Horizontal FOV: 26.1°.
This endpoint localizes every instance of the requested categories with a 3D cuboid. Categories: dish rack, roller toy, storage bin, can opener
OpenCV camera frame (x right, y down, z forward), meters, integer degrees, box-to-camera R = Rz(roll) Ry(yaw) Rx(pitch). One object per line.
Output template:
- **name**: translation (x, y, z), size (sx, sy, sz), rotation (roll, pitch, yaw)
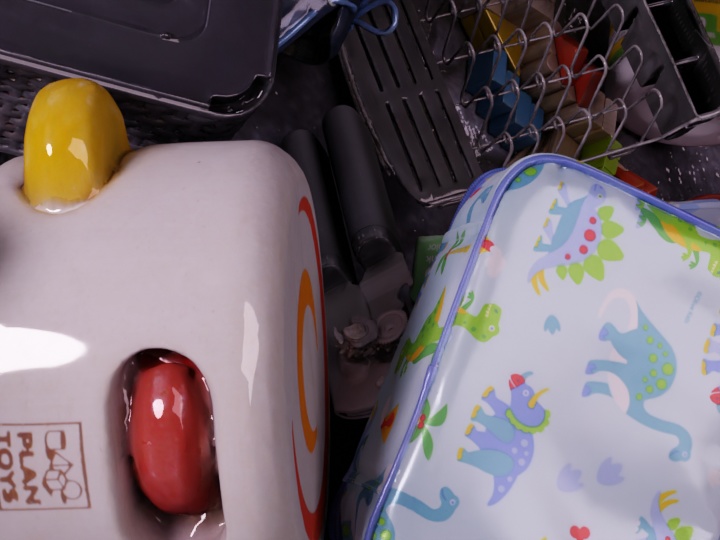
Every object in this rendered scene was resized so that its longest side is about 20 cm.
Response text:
- **dish rack**: translation (0.089, -0.122, 0.864), size (0.198, 0.055, 0.155), rotation (-17, 73, -18)
- **roller toy**: translation (-0.088, 0.042, 0.621), size (0.201, 0.138, 0.185), rotation (80, 9, -61)
- **storage bin**: translation (-0.138, -0.130, 0.658), size (0.198, 0.094, 0.137), rotation (14, 68, -21)
- **can opener**: translation (0.000, 0.000, 0.754), size (0.067, 0.052, 0.201), rotation (52, 15, -44)

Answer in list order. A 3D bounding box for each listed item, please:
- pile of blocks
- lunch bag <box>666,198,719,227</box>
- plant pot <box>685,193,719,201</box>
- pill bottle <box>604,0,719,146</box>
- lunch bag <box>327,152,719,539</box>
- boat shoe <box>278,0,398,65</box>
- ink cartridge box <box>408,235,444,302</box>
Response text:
- **pile of blocks**: translation (0.120, -0.092, 0.930), size (0.082, 0.062, 0.201), rotation (-43, 107, -40)
- **lunch bag**: translation (0.169, 0.058, 0.813), size (0.200, 0.075, 0.162), rotation (-48, 133, -58)
- **plant pot**: translation (0.317, 0.027, 0.981), size (0.199, 0.194, 0.204), rotation (12, 71, -38)
- **pill bottle**: translation (0.221, -0.194, 1.014), size (0.110, 0.110, 0.202), rotation (24, 63, -34)
- **lunch bag**: translation (0.088, 0.067, 0.648), size (0.159, 0.082, 0.202), rotation (23, 82, -9)
- **boat shoe**: translation (-0.036, -0.135, 0.806), size (0.199, 0.084, 0.069), rotation (-32, 100, -25)
- **ink cartridge box**: translation (0.074, 0.101, 0.785), size (0.145, 0.086, 0.202), rotation (48, 45, -57)
